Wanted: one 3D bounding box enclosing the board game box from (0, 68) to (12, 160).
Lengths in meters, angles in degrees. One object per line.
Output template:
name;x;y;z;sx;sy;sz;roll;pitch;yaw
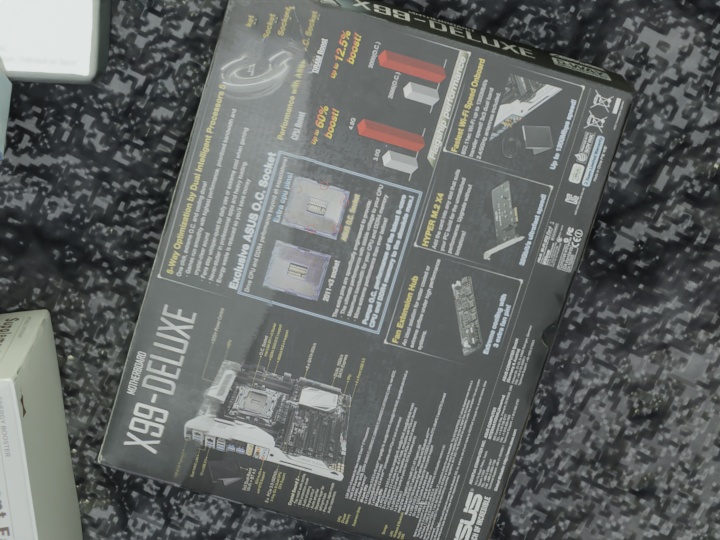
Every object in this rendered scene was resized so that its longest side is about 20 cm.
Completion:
board game box;-0.254;-0.088;0.753;0.199;0.043;0.200;-16;138;14

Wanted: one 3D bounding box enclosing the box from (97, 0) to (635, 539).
box;0.000;0.000;0.852;0.157;0.050;0.200;15;103;-5

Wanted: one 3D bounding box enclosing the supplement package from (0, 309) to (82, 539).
supplement package;-0.214;0.089;0.836;0.199;0.114;0.110;-6;103;1

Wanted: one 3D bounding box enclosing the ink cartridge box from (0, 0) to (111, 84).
ink cartridge box;-0.171;-0.173;0.813;0.160;0.047;0.201;3;98;-2
